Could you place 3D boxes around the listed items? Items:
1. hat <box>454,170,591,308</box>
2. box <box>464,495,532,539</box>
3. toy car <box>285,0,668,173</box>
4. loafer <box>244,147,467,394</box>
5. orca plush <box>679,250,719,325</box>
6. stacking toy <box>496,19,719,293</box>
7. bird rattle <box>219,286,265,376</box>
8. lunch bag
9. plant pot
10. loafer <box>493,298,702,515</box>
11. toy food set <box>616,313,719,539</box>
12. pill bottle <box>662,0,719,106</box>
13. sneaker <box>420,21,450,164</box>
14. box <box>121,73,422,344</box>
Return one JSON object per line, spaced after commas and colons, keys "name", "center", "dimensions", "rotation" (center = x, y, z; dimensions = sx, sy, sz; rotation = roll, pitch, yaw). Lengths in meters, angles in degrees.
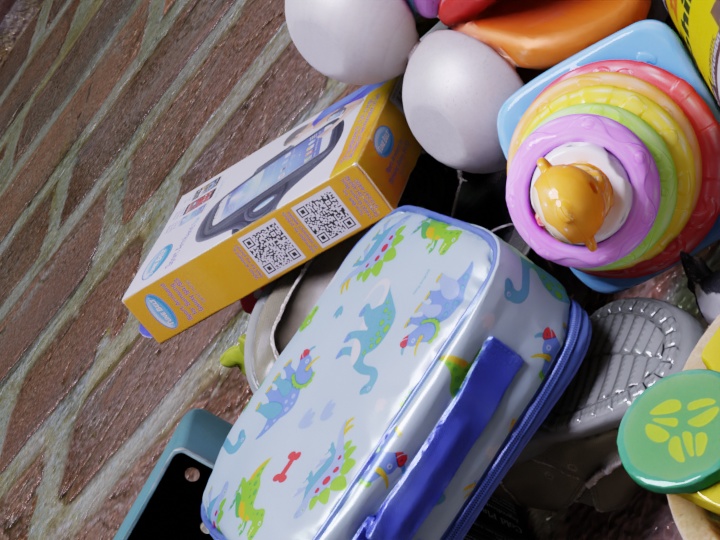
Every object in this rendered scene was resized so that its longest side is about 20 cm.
{"name": "hat", "center": [0.087, 0.000, 1.124], "dimensions": [0.201, 0.081, 0.201], "rotation": [-53, 14, 19]}
{"name": "box", "center": [0.002, 0.202, 1.058], "dimensions": [0.200, 0.104, 0.182], "rotation": [-55, 22, 20]}
{"name": "toy car", "center": [0.066, -0.166, 1.041], "dimensions": [0.175, 0.200, 0.150], "rotation": [-44, -18, -25]}
{"name": "loafer", "center": [0.000, 0.000, 1.095], "dimensions": [0.070, 0.075, 0.200], "rotation": [-36, 23, 55]}
{"name": "orca plush", "center": [0.209, 0.038, 0.854], "dimensions": [0.200, 0.071, 0.106], "rotation": [-137, 30, -79]}
{"name": "stacking toy", "center": [0.108, -0.039, 0.899], "dimensions": [0.109, 0.116, 0.200], "rotation": [-30, 1, 19]}
{"name": "bird rattle", "center": [-0.015, 0.020, 1.261], "dimensions": [0.163, 0.113, 0.200], "rotation": [-34, -28, -33]}
{"name": "lunch bag", "center": [0.014, 0.073, 0.943], "dimensions": [0.200, 0.082, 0.161], "rotation": [-57, 22, -5]}
{"name": "plant pot", "center": [-0.087, 0.173, 1.266], "dimensions": [0.142, 0.141, 0.200], "rotation": [-59, 9, 10]}
{"name": "loafer", "center": [0.119, 0.072, 0.962], "dimensions": [0.200, 0.069, 0.075], "rotation": [-33, 28, 61]}
{"name": "toy food set", "center": [0.199, 0.049, 0.708], "dimensions": [0.200, 0.049, 0.198], "rotation": [22, 67, 44]}
{"name": "pill bottle", "center": [0.208, -0.139, 0.968], "dimensions": [0.109, 0.109, 0.200], "rotation": [-54, 22, 23]}
{"name": "sneaker", "center": [0.092, -0.163, 1.169], "dimensions": [0.199, 0.115, 0.081], "rotation": [-35, 7, -5]}
{"name": "box", "center": [-0.054, -0.033, 1.122], "dimensions": [0.199, 0.042, 0.119], "rotation": [-27, 22, 28]}
